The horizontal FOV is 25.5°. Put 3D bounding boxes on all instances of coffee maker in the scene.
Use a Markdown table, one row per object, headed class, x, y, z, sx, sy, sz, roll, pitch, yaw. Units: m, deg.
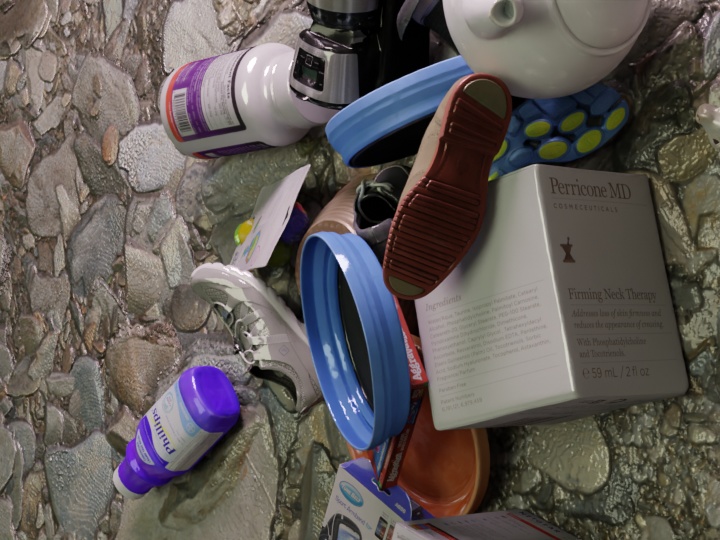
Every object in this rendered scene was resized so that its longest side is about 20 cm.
| class | x | y | z | sx | sy | sz | roll | pitch | yaw |
| --- | --- | --- | --- | --- | --- | --- | --- | --- | --- |
| coffee maker | 0.023 | -0.272 | 1.571 | 0.135 | 0.191 | 0.201 | -121 | 29 | -55 |

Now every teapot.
| class | x | y | z | sx | sy | sz | roll | pitch | yaw |
| --- | --- | --- | --- | --- | --- | --- | --- | --- | --- |
| teapot | 0.179 | -0.239 | 1.336 | 0.146 | 0.197 | 0.201 | 3 | 65 | 53 |

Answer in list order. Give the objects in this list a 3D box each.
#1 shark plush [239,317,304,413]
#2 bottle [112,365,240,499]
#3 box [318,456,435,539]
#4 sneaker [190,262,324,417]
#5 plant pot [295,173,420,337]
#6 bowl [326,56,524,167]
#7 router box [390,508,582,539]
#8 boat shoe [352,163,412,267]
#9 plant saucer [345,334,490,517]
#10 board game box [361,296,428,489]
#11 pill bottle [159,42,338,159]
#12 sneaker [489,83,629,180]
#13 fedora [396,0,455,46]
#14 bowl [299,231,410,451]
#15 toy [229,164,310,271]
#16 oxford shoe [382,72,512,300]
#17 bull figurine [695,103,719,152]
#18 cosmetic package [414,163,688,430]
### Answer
| class | x | y | z | sx | sy | sz | roll | pitch | yaw |
| --- | --- | --- | --- | --- | --- | --- | --- | --- | --- |
| shark plush | -0.123 | 0.070 | 1.758 | 0.200 | 0.091 | 0.084 | 39 | 146 | 33 |
| bottle | -0.219 | 0.194 | 1.844 | 0.200 | 0.065 | 0.084 | -45 | 60 | 34 |
| box | 0.011 | 0.285 | 1.604 | 0.119 | 0.041 | 0.201 | 37 | 122 | 36 |
| sneaker | -0.105 | 0.069 | 1.646 | 0.200 | 0.082 | 0.075 | 38 | 159 | 12 |
| plant pot | 0.000 | 0.000 | 1.617 | 0.200 | 0.092 | 0.202 | -2 | 88 | 44 |
| bowl | 0.066 | -0.148 | 1.473 | 0.200 | 0.200 | 0.040 | -27 | 82 | 41 |
| router box | 0.152 | 0.274 | 1.391 | 0.200 | 0.179 | 0.049 | 23 | 104 | 44 |
| boat shoe | 0.028 | -0.061 | 1.500 | 0.072 | 0.063 | 0.200 | -23 | 26 | 15 |
| plant saucer | 0.055 | 0.157 | 1.566 | 0.200 | 0.032 | 0.201 | 22 | 120 | 44 |
| board game box | 0.024 | 0.113 | 1.482 | 0.200 | 0.019 | 0.103 | 102 | 153 | -54 |
| pill bottle | -0.116 | -0.186 | 1.727 | 0.199 | 0.111 | 0.112 | -5 | 85 | 44 |
| sneaker | 0.157 | -0.117 | 1.477 | 0.199 | 0.083 | 0.071 | -31 | 90 | 25 |
| fedora | 0.128 | -0.263 | 1.465 | 0.092 | 0.201 | 0.201 | 46 | 123 | 4 |
| bowl | -0.005 | 0.061 | 1.436 | 0.201 | 0.039 | 0.202 | 167 | 90 | -74 |
| toy | -0.088 | -0.042 | 1.694 | 0.116 | 0.047 | 0.200 | -67 | 17 | -11 |
| oxford shoe | 0.072 | -0.071 | 1.349 | 0.201 | 0.070 | 0.075 | -65 | 12 | 4 |
| bull figurine | 0.361 | -0.115 | 1.268 | 0.200 | 0.065 | 0.122 | 32 | 143 | 33 |
| cosmetic package | 0.160 | 0.028 | 1.402 | 0.166 | 0.167 | 0.201 | -19 | 75 | 44 |
